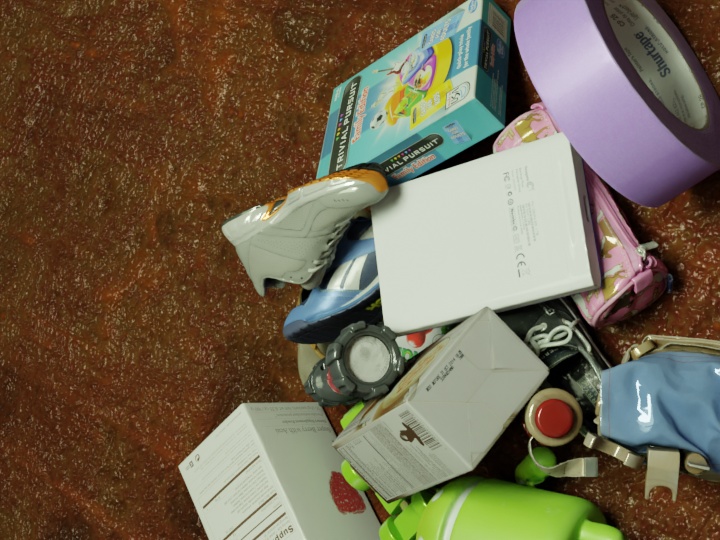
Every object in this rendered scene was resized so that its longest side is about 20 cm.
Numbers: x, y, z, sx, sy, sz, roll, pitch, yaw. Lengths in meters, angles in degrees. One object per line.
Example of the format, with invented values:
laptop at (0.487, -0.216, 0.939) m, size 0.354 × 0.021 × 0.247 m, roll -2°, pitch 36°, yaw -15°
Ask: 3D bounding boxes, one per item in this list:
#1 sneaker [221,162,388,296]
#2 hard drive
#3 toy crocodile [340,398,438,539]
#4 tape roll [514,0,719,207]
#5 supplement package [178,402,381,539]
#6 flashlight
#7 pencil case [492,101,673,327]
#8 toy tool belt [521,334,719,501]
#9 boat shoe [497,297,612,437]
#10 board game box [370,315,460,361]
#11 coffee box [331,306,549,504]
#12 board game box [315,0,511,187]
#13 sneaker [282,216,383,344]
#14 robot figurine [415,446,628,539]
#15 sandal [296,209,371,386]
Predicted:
sneaker at (-0.039, -0.034, 1.105) m, size 0.199 × 0.076 × 0.093 m, roll -21°, pitch 92°, yaw 44°
hard drive at (0.102, -0.028, 1.026) m, size 0.199 × 0.025 × 0.133 m, roll -16°, pitch 73°, yaw 32°
toy crocodile at (0.039, 0.209, 1.156) m, size 0.068 × 0.062 × 0.200 m, roll -50°, pitch 53°, yaw 24°
tape roll at (0.210, -0.152, 0.948) m, size 0.066 × 0.199 × 0.201 m, roll -35°, pitch 65°, yaw 33°
supplement package at (-0.072, 0.247, 1.200) m, size 0.120 × 0.121 × 0.201 m, roll -44°, pitch 61°, yaw 28°
flashlight at (-0.013, 0.095, 1.111) m, size 0.068 × 0.068 × 0.200 m, roll -53°, pitch 4°, yaw -18°
pencil case at (0.188, -0.051, 1.035) m, size 0.086 × 0.083 × 0.201 m, roll -36°, pitch 63°, yaw 18°
toy tool belt at (0.225, 0.111, 0.913) m, size 0.198 × 0.123 × 0.126 m, roll 0°, pitch 84°, yaw 5°
boat shoe at (0.161, 0.071, 1.022) m, size 0.073 × 0.068 × 0.200 m, roll -38°, pitch 76°, yaw 16°
board game box at (0.091, 0.044, 1.138) m, size 0.199 × 0.034 × 0.127 m, roll 11°, pitch 93°, yaw 40°
coffee box at (0.064, 0.121, 1.033) m, size 0.080 × 0.114 × 0.200 m, roll 45°, pitch 155°, yaw 0°
board game box at (0.049, -0.156, 1.139) m, size 0.199 × 0.047 × 0.152 m, roll -28°, pitch 38°, yaw 35°
sneaker at (0.000, 0.000, 1.152) m, size 0.200 × 0.074 × 0.083 m, roll -37°, pitch 63°, yaw 22°
robot figurine at (0.134, 0.243, 1.026) m, size 0.199 × 0.116 × 0.176 m, roll 6°, pitch 61°, yaw 37°
sandal at (-0.033, 0.032, 1.230) m, size 0.080 × 0.054 × 0.201 m, roll 19°, pitch 99°, yaw 40°
